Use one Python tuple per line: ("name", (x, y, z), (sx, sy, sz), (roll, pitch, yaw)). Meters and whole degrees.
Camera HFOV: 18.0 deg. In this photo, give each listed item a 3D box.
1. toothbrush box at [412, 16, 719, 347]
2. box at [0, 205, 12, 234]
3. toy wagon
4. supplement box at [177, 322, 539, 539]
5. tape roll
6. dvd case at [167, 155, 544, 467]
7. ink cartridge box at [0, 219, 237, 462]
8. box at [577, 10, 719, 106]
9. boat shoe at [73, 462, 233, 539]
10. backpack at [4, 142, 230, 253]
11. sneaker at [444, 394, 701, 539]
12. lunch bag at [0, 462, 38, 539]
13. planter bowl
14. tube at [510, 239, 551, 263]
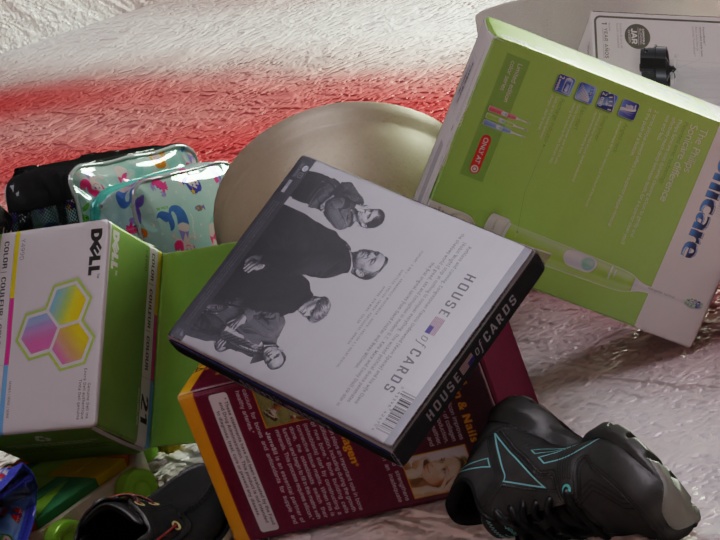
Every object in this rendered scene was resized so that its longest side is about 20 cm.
("toothbrush box", (0.148, -0.058, 1.480), (0.199, 0.147, 0.086), (20, 14, -5))
("box", (-0.323, 0.042, 1.589), (0.121, 0.202, 0.106), (5, -10, 6))
("toy wagon", (-0.209, 0.155, 1.583), (0.154, 0.040, 0.200), (-3, 24, 45))
("supplement box", (0.002, 0.087, 1.421), (0.199, 0.111, 0.086), (-14, 19, 20))
("tape roll", (0.196, -0.145, 1.768), (0.201, 0.140, 0.203), (-7, 0, 0))
("dvd case", (-0.006, 0.019, 1.367), (0.199, 0.025, 0.151), (24, 71, 39))
("ink cartridge box", (-0.157, 0.043, 1.536), (0.199, 0.149, 0.076), (-8, -20, 26))
("box", (0.259, -0.118, 1.624), (0.198, 0.118, 0.060), (1, -24, -5))
("boat shoe", (-0.140, 0.170, 1.420), (0.073, 0.064, 0.201), (-12, 17, 34))
("backpack", (-0.164, 0.011, 1.703), (0.150, 0.202, 0.177), (-3, 7, 33))
("sneaker", (0.116, 0.128, 1.262), (0.079, 0.076, 0.200), (-45, 20, -15))
("lunch bag", (-0.295, 0.192, 1.449), (0.149, 0.095, 0.200), (-16, 21, 16))
("planter bowl", (0.000, 0.000, 1.602), (0.199, 0.201, 0.135), (-18, 42, 7))
("tube", (0.052, 0.028, 1.473), (0.058, 0.052, 0.200), (-21, -21, -30))
